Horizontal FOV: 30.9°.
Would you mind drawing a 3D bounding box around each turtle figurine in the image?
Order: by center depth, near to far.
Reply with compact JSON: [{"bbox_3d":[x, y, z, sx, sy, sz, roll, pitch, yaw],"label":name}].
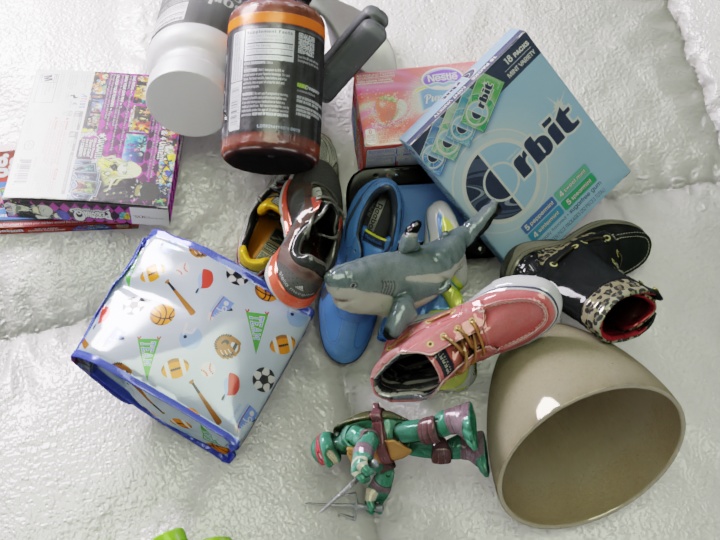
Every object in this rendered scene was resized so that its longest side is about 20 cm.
[{"bbox_3d":[0.023,0.181,1.280,0.197,0.150,0.102,-12,72,12],"label":"turtle figurine"}]

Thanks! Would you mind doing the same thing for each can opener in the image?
[{"bbox_3d":[-0.050,-0.221,1.436,0.066,0.200,0.054,30,41,-20],"label":"can opener"}]

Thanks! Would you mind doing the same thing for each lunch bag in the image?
[{"bbox_3d":[-0.174,0.073,1.341,0.198,0.124,0.171,30,67,-1],"label":"lunch bag"}]

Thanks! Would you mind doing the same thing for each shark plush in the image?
[{"bbox_3d":[0.062,-0.009,1.302,0.198,0.084,0.091,-26,28,-3],"label":"shark plush"}]

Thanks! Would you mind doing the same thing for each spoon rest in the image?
[{"bbox_3d":[-0.031,-0.273,1.477,0.198,0.060,0.101,17,52,-36],"label":"spoon rest"}]

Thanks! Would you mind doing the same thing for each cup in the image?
[{"bbox_3d":[0.205,0.139,1.310,0.197,0.202,0.144,-15,43,-9],"label":"cup"}]

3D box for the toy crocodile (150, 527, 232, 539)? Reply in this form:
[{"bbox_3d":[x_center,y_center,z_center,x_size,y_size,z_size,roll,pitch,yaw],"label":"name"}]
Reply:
[{"bbox_3d":[-0.214,0.312,1.280,0.198,0.062,0.068,-26,71,-7],"label":"toy crocodile"}]

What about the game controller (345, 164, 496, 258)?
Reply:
[{"bbox_3d":[0.082,-0.065,1.437,0.196,0.042,0.106,-3,102,-4],"label":"game controller"}]

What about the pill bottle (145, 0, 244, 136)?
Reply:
[{"bbox_3d":[-0.175,-0.252,1.449,0.114,0.117,0.202,6,50,0],"label":"pill bottle"}]

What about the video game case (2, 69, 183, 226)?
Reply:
[{"bbox_3d":[-0.287,-0.139,1.442,0.178,0.036,0.202,2,52,-1],"label":"video game case"}]

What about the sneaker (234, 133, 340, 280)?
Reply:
[{"bbox_3d":[-0.076,-0.066,1.422,0.077,0.082,0.202,21,68,6],"label":"sneaker"}]

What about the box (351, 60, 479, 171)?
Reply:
[{"bbox_3d":[0.091,-0.166,1.460,0.196,0.103,0.096,-7,68,-4],"label":"box"}]

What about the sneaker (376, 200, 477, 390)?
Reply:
[{"bbox_3d":[0.064,0.029,1.382,0.103,0.076,0.204,-7,80,1],"label":"sneaker"}]

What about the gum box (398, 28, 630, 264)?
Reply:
[{"bbox_3d":[0.165,-0.122,1.383,0.170,0.045,0.200,-44,112,-2],"label":"gum box"}]

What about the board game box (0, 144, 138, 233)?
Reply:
[{"bbox_3d":[-0.347,-0.093,1.457,0.196,0.020,0.105,-3,67,-3],"label":"board game box"}]

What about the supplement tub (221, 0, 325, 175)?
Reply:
[{"bbox_3d":[-0.089,-0.208,1.358,0.105,0.107,0.204,3,79,-1],"label":"supplement tub"}]

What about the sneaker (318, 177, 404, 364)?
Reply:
[{"bbox_3d":[0.000,0.000,1.378,0.065,0.078,0.203,15,88,-5],"label":"sneaker"}]

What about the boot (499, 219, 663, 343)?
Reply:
[{"bbox_3d":[0.263,0.013,1.353,0.201,0.075,0.153,-12,28,-33],"label":"boot"}]

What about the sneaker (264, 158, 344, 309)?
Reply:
[{"bbox_3d":[-0.039,-0.051,1.338,0.076,0.082,0.202,28,43,-20],"label":"sneaker"}]

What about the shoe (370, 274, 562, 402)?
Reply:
[{"bbox_3d":[0.102,0.072,1.270,0.072,0.198,0.091,60,31,-18],"label":"shoe"}]
